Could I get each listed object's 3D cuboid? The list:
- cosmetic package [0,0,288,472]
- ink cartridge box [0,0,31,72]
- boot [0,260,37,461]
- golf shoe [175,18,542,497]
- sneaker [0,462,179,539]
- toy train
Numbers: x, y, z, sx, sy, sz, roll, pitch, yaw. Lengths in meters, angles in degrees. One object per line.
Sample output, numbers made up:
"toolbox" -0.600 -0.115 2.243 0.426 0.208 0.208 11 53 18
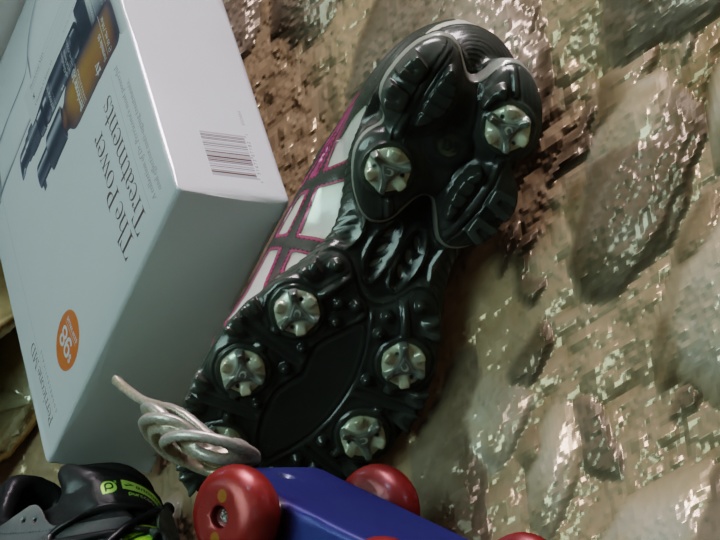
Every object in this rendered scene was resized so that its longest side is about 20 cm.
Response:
"cosmetic package" -0.099 -0.043 1.171 0.200 0.052 0.151 -110 35 -43
"ink cartridge box" -0.186 -0.135 1.247 0.115 0.200 0.068 -44 41 27
"boot" -0.222 0.045 1.309 0.175 0.066 0.200 -59 37 11
"golf shoe" 0.000 0.000 1.056 0.200 0.077 0.088 -57 14 12
"sneaker" -0.097 0.115 1.099 0.199 0.071 0.083 8 83 57
"toy train" -0.029 0.120 0.982 0.200 0.085 0.116 22 102 43
